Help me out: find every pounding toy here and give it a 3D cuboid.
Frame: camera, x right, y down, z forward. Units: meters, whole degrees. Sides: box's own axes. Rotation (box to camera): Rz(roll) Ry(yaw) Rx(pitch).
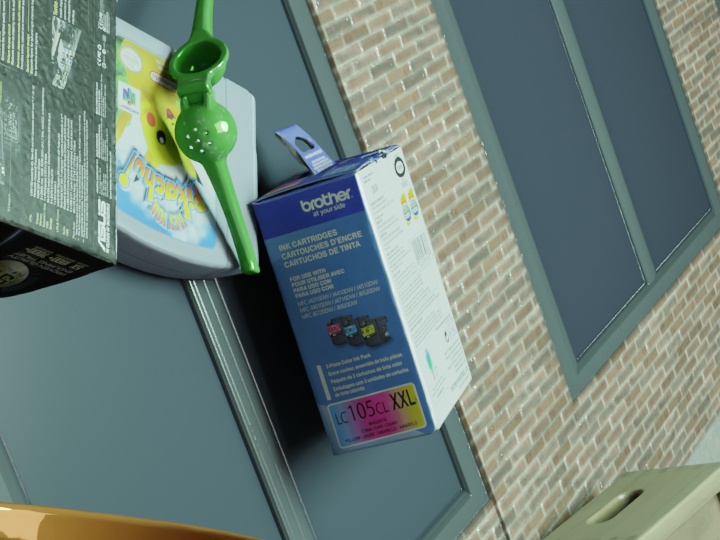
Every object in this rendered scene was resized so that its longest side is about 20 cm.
[{"bbox_3d":[0.233,0.261,1.451,0.200,0.142,0.185,-28,102,-48],"label":"pounding toy"}]

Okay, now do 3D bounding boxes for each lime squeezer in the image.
[{"bbox_3d":[-0.083,-0.101,1.081,0.071,0.038,0.201,9,70,-57],"label":"lime squeezer"}]

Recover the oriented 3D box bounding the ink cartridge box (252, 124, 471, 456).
[{"bbox_3d":[0.000,0.000,1.177,0.136,0.076,0.201,-40,115,-74],"label":"ink cartridge box"}]

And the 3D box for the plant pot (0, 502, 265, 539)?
[{"bbox_3d":[-0.126,0.185,0.829,0.200,0.199,0.141,14,82,-56],"label":"plant pot"}]

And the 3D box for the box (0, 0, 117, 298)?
[{"bbox_3d":[-0.202,-0.106,0.906,0.164,0.086,0.201,24,58,-53],"label":"box"}]

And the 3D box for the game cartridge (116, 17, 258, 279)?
[{"bbox_3d":[-0.125,-0.069,1.069,0.200,0.040,0.134,24,62,-53],"label":"game cartridge"}]
